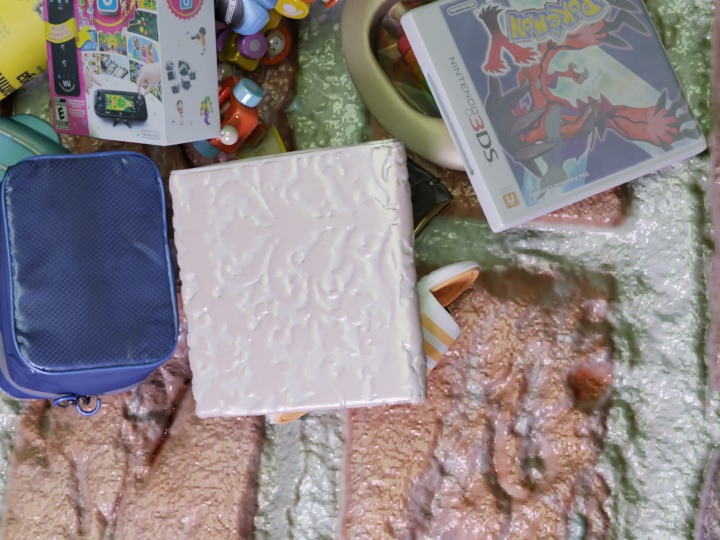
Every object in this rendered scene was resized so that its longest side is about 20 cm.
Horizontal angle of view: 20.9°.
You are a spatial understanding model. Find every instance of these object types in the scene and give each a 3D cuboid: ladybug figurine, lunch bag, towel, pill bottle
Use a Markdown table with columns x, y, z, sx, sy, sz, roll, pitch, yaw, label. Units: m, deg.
| x | y | z | sx | sy | sz | roll | pitch | yaw | label |
| --- | --- | --- | --- | --- | --- | --- | --- | --- | --- |
| 0.065 | -0.161 | 1.565 | 0.136 | 0.072 | 0.200 | -31 | 76 | 2 | ladybug figurine |
| -0.224 | 0.014 | 1.547 | 0.135 | 0.132 | 0.201 | -1 | 79 | -20 | lunch bag |
| -0.047 | 0.009 | 1.497 | 0.190 | 0.032 | 0.201 | -6 | 89 | 17 | towel |
| -0.322 | -0.191 | 1.610 | 0.200 | 0.112 | 0.113 | -33 | 76 | 0 | pill bottle |

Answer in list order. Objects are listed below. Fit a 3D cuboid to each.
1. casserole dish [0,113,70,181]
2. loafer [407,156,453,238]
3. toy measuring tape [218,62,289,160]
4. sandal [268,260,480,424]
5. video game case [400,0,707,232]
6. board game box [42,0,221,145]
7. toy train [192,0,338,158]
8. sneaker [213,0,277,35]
| x | y | z | sx | sy | sz | roll | pitch | yaw | label |
| --- | --- | --- | --- | --- | --- | --- | --- | --- | --- |
| -0.319 | -0.042 | 1.624 | 0.121 | 0.039 | 0.200 | 27 | 86 | 13 | casserole dish |
| 0.000 | 0.000 | 1.548 | 0.072 | 0.073 | 0.200 | 28 | 86 | 9 | loafer |
| -0.073 | -0.085 | 1.591 | 0.073 | 0.074 | 0.200 | -27 | 54 | 3 | toy measuring tape |
| 0.023 | 0.071 | 1.531 | 0.206 | 0.079 | 0.059 | -39 | 75 | 9 | sandal |
| 0.152 | -0.145 | 1.518 | 0.200 | 0.023 | 0.183 | -21 | 84 | -23 | video game case |
| -0.180 | -0.204 | 1.509 | 0.147 | 0.064 | 0.201 | 9 | 106 | 44 | board game box |
| -0.059 | -0.180 | 1.549 | 0.056 | 0.150 | 0.200 | 28 | 113 | -26 | toy train |
| -0.136 | -0.239 | 1.572 | 0.071 | 0.083 | 0.199 | -59 | 33 | -6 | sneaker |
